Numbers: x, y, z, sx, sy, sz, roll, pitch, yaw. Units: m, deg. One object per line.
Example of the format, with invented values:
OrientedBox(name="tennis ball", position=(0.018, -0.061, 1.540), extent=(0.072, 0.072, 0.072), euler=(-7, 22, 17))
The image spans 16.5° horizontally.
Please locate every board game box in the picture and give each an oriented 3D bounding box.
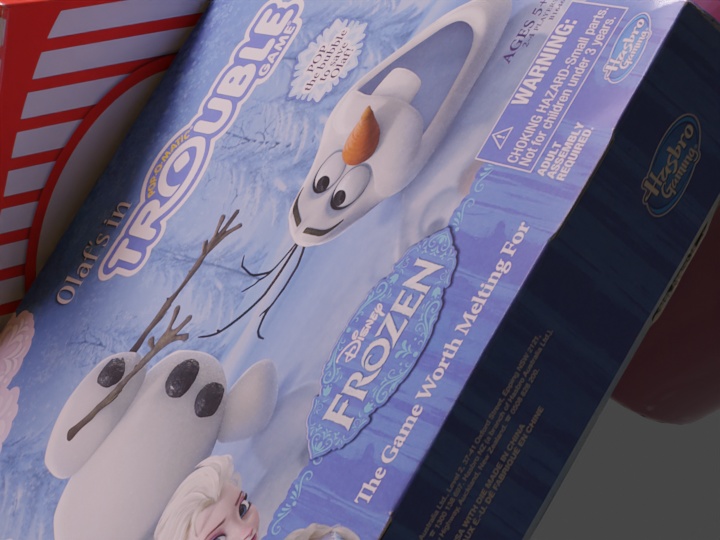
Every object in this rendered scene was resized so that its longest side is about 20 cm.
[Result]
OrientedBox(name="board game box", position=(-0.018, 0.016, 0.627), extent=(0.199, 0.043, 0.200), euler=(15, 71, 55))
OrientedBox(name="board game box", position=(-0.061, -0.029, 0.764), extent=(0.046, 0.152, 0.200), euler=(26, 28, 33))

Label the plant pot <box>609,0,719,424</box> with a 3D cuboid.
OrientedBox(name="plant pot", position=(0.119, -0.060, 0.698), extent=(0.179, 0.200, 0.200), euler=(-42, 1, 23))
